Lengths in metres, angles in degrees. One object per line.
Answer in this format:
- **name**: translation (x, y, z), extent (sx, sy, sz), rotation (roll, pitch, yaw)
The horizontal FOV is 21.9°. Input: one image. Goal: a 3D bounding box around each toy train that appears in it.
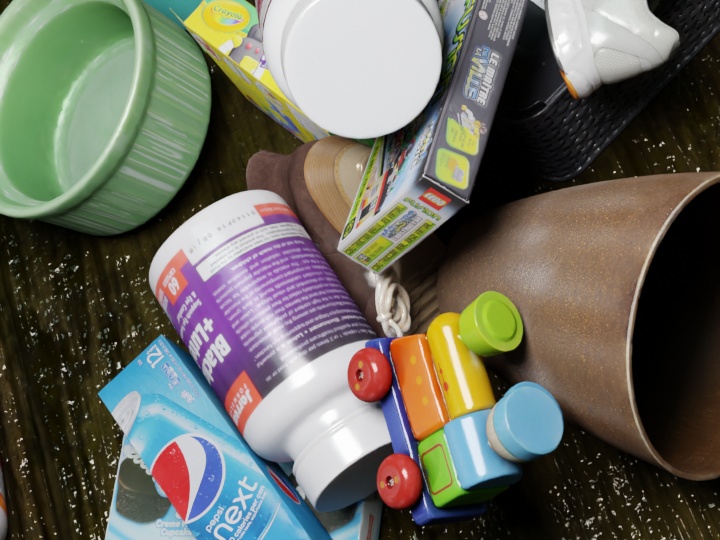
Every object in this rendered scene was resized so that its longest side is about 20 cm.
- **toy train**: translation (0.054, 0.044, 1.146), extent (0.116, 0.084, 0.201), rotation (-37, 62, 46)

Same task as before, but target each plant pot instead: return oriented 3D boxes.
- **plant pot**: translation (0.151, 0.020, 1.185), extent (0.199, 0.187, 0.188), rotation (12, 70, 46)

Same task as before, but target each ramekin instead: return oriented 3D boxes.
- **ramekin**: translation (-0.209, -0.124, 1.439), extent (0.199, 0.097, 0.201), rotation (-14, 66, 35)

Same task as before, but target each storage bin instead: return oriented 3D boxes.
- **storage bin**: translation (0.154, -0.182, 1.321), extent (0.200, 0.094, 0.135), rotation (-45, 55, -2)

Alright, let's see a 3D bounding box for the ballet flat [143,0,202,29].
- **ballet flat**: translation (-0.187, -0.235, 1.532), extent (0.199, 0.071, 0.071), rotation (-3, 64, 25)

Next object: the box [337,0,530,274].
- **box**: translation (0.051, -0.104, 1.188), extent (0.110, 0.035, 0.201), rotation (-40, 26, 51)

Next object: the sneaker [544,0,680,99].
- **sneaker**: translation (0.165, -0.211, 1.238), extent (0.091, 0.076, 0.201), rotation (-11, 68, 12)

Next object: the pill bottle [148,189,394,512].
- **pill bottle**: translation (-0.047, 0.055, 1.232), extent (0.111, 0.111, 0.200), rotation (-37, 68, 4)

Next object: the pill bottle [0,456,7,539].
- **pill bottle**: translation (-0.328, 0.116, 1.390), extent (0.112, 0.113, 0.201), rotation (-23, 57, 14)

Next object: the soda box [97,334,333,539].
- **soda box**: translation (-0.093, 0.139, 1.245), extent (0.064, 0.068, 0.200), rotation (-43, 56, 2)

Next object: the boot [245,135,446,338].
- **boot**: translation (0.000, 0.000, 1.309), extent (0.072, 0.201, 0.166), rotation (-27, 13, -27)

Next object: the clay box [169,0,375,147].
- **clay box**: translation (-0.051, -0.138, 1.383), extent (0.048, 0.115, 0.200), rotation (-47, 56, -4)

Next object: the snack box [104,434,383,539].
- **snack box**: translation (-0.078, 0.146, 1.299), extent (0.199, 0.037, 0.117), rotation (-4, 63, 24)

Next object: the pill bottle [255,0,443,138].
- **pill bottle**: translation (-0.008, -0.159, 1.189), extent (0.114, 0.114, 0.200), rotation (-33, 21, 7)
